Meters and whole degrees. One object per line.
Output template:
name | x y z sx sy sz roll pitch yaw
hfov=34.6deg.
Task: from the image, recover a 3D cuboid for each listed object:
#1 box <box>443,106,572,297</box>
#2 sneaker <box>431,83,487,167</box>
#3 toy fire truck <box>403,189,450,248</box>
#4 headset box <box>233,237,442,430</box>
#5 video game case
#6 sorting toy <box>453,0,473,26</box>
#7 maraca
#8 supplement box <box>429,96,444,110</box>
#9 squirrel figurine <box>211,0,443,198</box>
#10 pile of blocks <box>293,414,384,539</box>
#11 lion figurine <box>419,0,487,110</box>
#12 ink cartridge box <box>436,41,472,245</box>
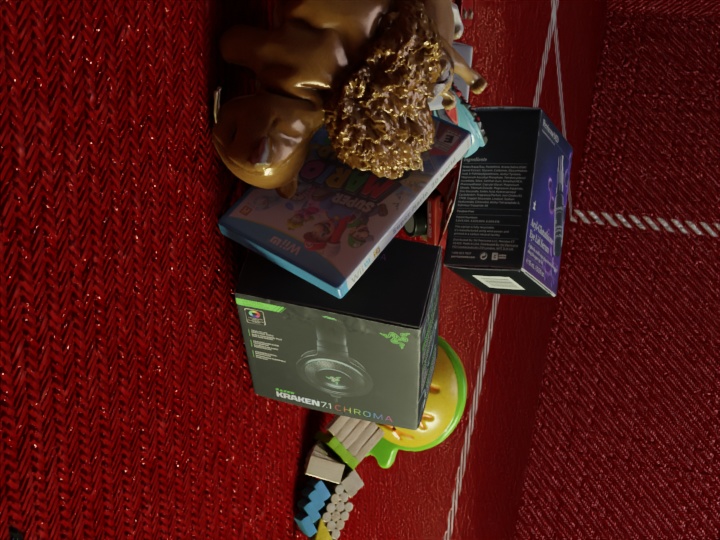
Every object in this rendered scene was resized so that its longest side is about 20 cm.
box | 0.184 -0.082 1.418 0.148 0.103 0.203 26 70 -61
sneaker | 0.050 -0.197 1.256 0.201 0.095 0.079 54 4 0
toy fire truck | 0.124 -0.101 1.513 0.200 0.127 0.179 -141 -134 -57
headset box | -0.016 0.046 1.074 0.201 0.171 0.094 89 15 -55
video game case | -0.013 -0.078 1.026 0.200 0.142 0.018 -49 149 -24
sorting toy | 0.102 -0.311 1.550 0.200 0.068 0.202 -34 129 -69
maraca | 0.049 0.153 1.372 0.106 0.200 0.138 -4 61 -48
supplement box | 0.017 -0.257 1.171 0.103 0.100 0.203 -28 112 -64
squirrel figurine | -0.031 -0.150 0.972 0.142 0.198 0.189 68 45 -75
pile of blocks | -0.043 0.247 1.329 0.062 0.081 0.203 -2 -113 64
lion figurine | 0.072 -0.237 1.105 0.122 0.072 0.203 32 50 -42
ink cartridge box | 0.092 -0.146 1.378 0.162 0.049 0.203 101 -1 -74
